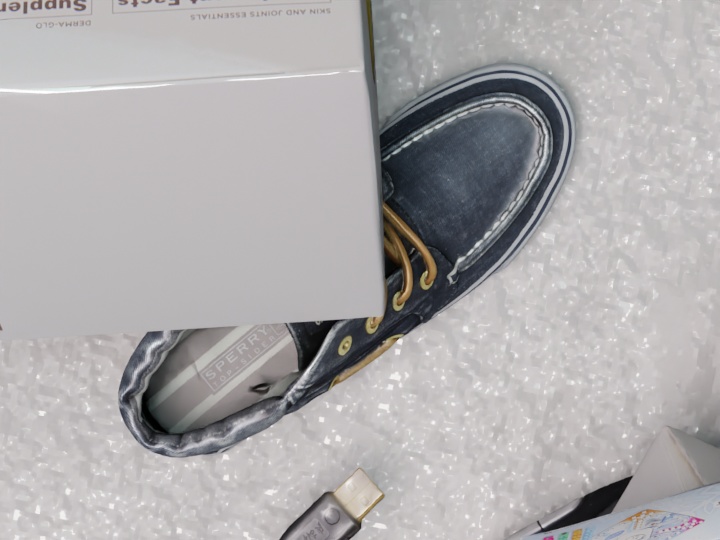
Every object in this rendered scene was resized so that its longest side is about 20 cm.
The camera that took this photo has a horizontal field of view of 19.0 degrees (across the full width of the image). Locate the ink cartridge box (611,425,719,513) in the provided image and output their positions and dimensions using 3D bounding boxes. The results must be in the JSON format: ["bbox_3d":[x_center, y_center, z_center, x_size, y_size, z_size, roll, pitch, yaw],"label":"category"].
[{"bbox_3d":[0.162,0.164,0.748,0.200,0.084,0.146,26,105,-11],"label":"ink cartridge box"}]

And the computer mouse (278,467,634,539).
[{"bbox_3d":[0.050,0.111,0.791,0.200,0.046,0.140,-38,107,9],"label":"computer mouse"}]

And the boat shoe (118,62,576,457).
[{"bbox_3d":[0.000,0.000,0.772,0.200,0.091,0.071,-41,91,2],"label":"boat shoe"}]

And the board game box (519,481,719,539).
[{"bbox_3d":[0.172,0.150,0.676,0.199,0.043,0.200,-17,108,5],"label":"board game box"}]

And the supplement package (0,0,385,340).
[{"bbox_3d":[-0.072,-0.101,0.703,0.150,0.152,0.200,-3,61,1],"label":"supplement package"}]
